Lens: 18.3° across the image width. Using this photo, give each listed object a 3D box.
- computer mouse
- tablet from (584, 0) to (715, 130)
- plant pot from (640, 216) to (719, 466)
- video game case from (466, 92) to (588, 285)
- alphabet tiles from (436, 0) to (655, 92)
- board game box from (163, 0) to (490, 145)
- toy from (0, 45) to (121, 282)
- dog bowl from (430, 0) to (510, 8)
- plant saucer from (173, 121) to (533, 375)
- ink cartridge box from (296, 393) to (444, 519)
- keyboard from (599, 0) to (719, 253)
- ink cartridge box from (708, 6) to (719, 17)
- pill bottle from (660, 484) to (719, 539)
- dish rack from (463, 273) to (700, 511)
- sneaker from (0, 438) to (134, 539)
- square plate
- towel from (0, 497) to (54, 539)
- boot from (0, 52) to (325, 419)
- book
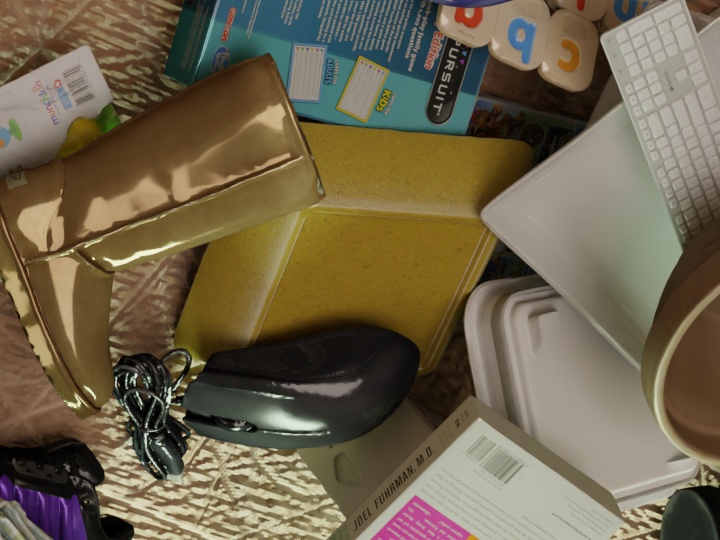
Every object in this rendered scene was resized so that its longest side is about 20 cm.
[{"bbox_3d":[-0.055,0.090,1.445,0.200,0.053,0.139,-12,146,-3],"label":"computer mouse"},{"bbox_3d":[0.209,-0.078,1.458,0.130,0.014,0.200,16,128,-9],"label":"tablet"},{"bbox_3d":[0.261,0.024,1.413,0.201,0.093,0.201,-12,133,-13],"label":"plant pot"},{"bbox_3d":[0.121,-0.040,1.540,0.200,0.018,0.143,12,107,-27],"label":"video game case"},{"bbox_3d":[0.113,-0.219,1.415,0.200,0.015,0.196,21,72,-30],"label":"alphabet tiles"},{"bbox_3d":[-0.008,-0.167,1.395,0.200,0.047,0.151,13,98,-32],"label":"board game box"},{"bbox_3d":[-0.236,-0.050,1.363,0.200,0.047,0.115,-26,118,-5],"label":"toy"},{"bbox_3d":[0.075,-0.261,1.341,0.200,0.079,0.200,5,80,-33],"label":"dog bowl"},{"bbox_3d":[0.000,0.000,1.447,0.200,0.048,0.200,3,130,-24],"label":"plant saucer"},{"bbox_3d":[0.070,0.170,1.532,0.200,0.145,0.084,38,94,-31],"label":"ink cartridge box"},{"bbox_3d":[0.203,-0.080,1.387,0.056,0.011,0.200,-24,126,4],"label":"keyboard"},{"bbox_3d":[0.277,-0.105,1.522,0.067,0.116,0.200,-38,121,-5],"label":"ink cartridge box"},{"bbox_3d":[0.333,0.199,1.678,0.200,0.112,0.112,-1,112,-23],"label":"pill bottle"},{"bbox_3d":[0.160,0.081,1.500,0.200,0.044,0.172,-9,87,-46],"label":"dish rack"},{"bbox_3d":[-0.223,0.140,1.443,0.100,0.070,0.200,-49,124,-7],"label":"sneaker"},{"bbox_3d":[0.207,-0.046,1.435,0.200,0.028,0.198,-39,123,14],"label":"square plate"},{"bbox_3d":[-0.242,0.205,1.397,0.171,0.200,0.048,46,49,-33],"label":"towel"},{"bbox_3d":[-0.114,-0.016,1.342,0.200,0.066,0.175,-22,119,0],"label":"boot"},{"bbox_3d":[0.051,0.186,1.414,0.134,0.048,0.200,36,108,-27],"label":"book"}]
